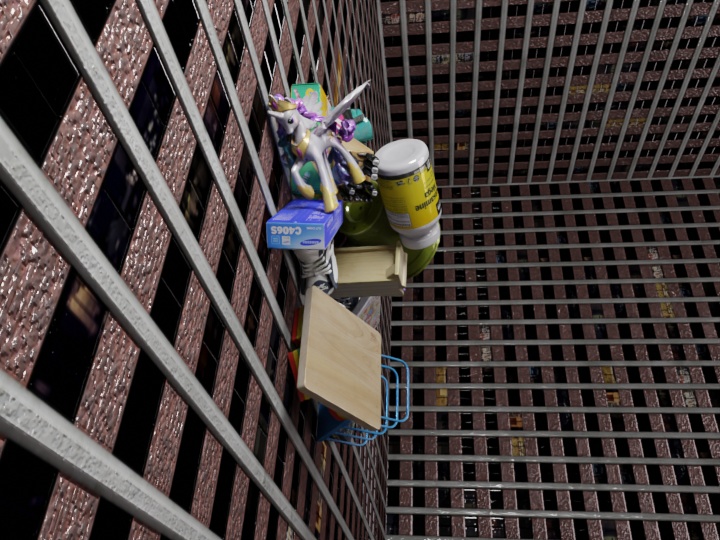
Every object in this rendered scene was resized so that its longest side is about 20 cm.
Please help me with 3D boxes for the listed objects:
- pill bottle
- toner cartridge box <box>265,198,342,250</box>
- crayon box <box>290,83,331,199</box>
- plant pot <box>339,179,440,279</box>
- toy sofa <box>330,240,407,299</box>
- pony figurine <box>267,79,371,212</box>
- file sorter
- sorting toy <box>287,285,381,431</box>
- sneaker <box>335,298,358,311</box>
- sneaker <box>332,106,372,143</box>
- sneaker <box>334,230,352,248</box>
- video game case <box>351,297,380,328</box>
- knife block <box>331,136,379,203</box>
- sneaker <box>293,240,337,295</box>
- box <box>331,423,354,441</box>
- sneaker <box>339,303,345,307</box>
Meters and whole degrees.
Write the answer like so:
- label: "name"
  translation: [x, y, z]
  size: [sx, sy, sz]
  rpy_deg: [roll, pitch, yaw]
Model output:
- label: "pill bottle"
  translation: [0.099, -0.147, 1.245]
  size: [0.113, 0.110, 0.202]
  rpy_deg: [-82, 158, -51]
- label: "toner cartridge box"
  translation: [-0.088, -0.081, 1.047]
  size: [0.200, 0.093, 0.044]
  rpy_deg: [-67, 157, -72]
- label: "crayon box"
  translation: [-0.092, -0.235, 1.189]
  size: [0.119, 0.057, 0.204]
  rpy_deg: [36, 54, -81]
- label: "plant pot"
  translation: [0.048, -0.104, 1.396]
  size: [0.192, 0.198, 0.204]
  rpy_deg: [33, 52, -49]
- label: "toy sofa"
  translation: [0.000, 0.000, 1.331]
  size: [0.098, 0.196, 0.084]
  rpy_deg: [63, 27, -57]
- label: "pony figurine"
  translation: [-0.065, -0.223, 1.041]
  size: [0.193, 0.165, 0.202]
  rpy_deg: [-49, 121, -44]
- label: "file sorter"
  translation: [0.004, 0.267, 1.291]
  size: [0.200, 0.121, 0.141]
  rpy_deg: [133, -33, -51]
- label: "sorting toy"
  translation: [-0.050, 0.167, 1.123]
  size: [0.199, 0.069, 0.201]
  rpy_deg: [39, 39, -37]
- label: "sneaker"
  translation: [-0.037, 0.076, 1.517]
  size: [0.086, 0.076, 0.203]
  rpy_deg: [-67, 158, -58]
- label: "sneaker"
  translation: [-0.032, -0.304, 1.440]
  size: [0.084, 0.118, 0.203]
  rpy_deg: [80, 12, -52]
- label: "sneaker"
  translation: [-0.046, -0.062, 1.559]
  size: [0.095, 0.079, 0.202]
  rpy_deg: [-36, 148, -36]
- label: "video game case"
  translation: [-0.007, 0.148, 1.554]
  size: [0.201, 0.023, 0.183]
  rpy_deg: [-55, 159, -30]
- label: "knife block"
  translation: [-0.014, -0.215, 1.206]
  size: [0.176, 0.063, 0.203]
  rpy_deg: [125, -37, -60]
- label: "sneaker"
  translation: [-0.080, -0.004, 1.155]
  size: [0.199, 0.078, 0.132]
  rpy_deg: [-153, -126, -87]
- label: "box"
  translation: [-0.033, 0.295, 1.480]
  size: [0.158, 0.050, 0.203]
  rpy_deg: [72, 30, -64]
- label: "sneaker"
  translation: [-0.065, 0.131, 1.312]
  size: [0.201, 0.074, 0.088]
  rpy_deg: [76, 20, -60]
